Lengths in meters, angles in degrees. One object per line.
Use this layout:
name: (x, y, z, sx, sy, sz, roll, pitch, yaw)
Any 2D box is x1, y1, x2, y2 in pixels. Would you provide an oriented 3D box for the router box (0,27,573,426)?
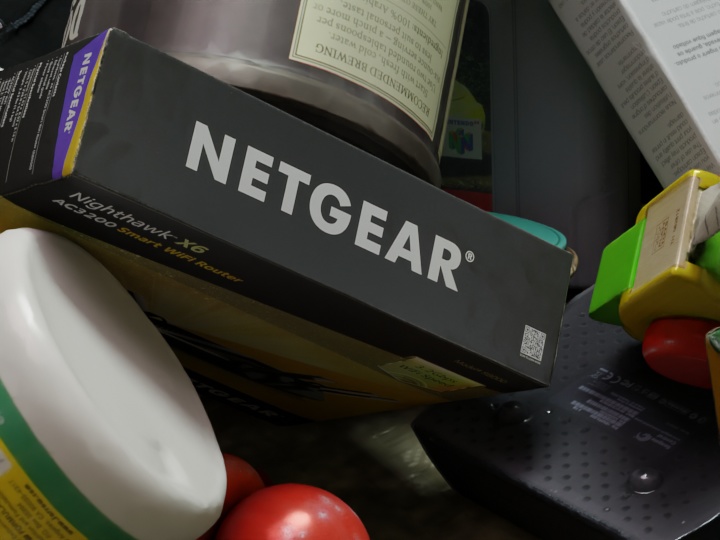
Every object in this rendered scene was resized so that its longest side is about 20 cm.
router box: (-0.052, -0.006, 0.811, 0.157, 0.200, 0.052, -13, 59, 52)

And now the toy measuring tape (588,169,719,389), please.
toy measuring tape: (0.132, -0.004, 0.763, 0.073, 0.074, 0.200, -21, -8, -17)

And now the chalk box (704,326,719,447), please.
chalk box: (0.227, 0.058, 0.724, 0.200, 0.125, 0.124, -21, 33, -15)

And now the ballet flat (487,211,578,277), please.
ballet flat: (0.000, 0.000, 0.948, 0.200, 0.065, 0.070, 16, 21, 37)

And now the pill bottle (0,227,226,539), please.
pill bottle: (-0.151, 0.084, 0.734, 0.200, 0.113, 0.113, -34, 29, 11)

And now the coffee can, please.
coffee can: (-0.026, -0.126, 0.875, 0.146, 0.146, 0.201, 3, 68, 21)

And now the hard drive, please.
hard drive: (0.132, 0.041, 0.859, 0.200, 0.042, 0.135, -32, 37, -30)

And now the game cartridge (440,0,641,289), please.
game cartridge: (0.020, -0.067, 0.975, 0.200, 0.134, 0.041, 6, 14, 30)

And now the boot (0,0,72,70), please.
boot: (-0.170, -0.100, 0.960, 0.198, 0.073, 0.163, 26, 30, 4)

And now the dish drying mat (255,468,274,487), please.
dish drying mat: (-0.109, 0.127, 0.819, 0.200, 0.018, 0.077, -21, 32, -18)

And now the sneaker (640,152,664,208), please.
sneaker: (0.142, -0.050, 0.976, 0.199, 0.074, 0.080, -7, 33, 7)

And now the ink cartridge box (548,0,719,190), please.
ink cartridge box: (0.176, -0.093, 0.920, 0.196, 0.200, 0.043, -21, -13, -35)

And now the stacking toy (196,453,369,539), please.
stacking toy: (-0.083, 0.076, 0.805, 0.200, 0.086, 0.085, 18, 41, 33)

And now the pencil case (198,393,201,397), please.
pencil case: (-0.155, 0.001, 0.960, 0.200, 0.089, 0.078, 14, 80, 29)
